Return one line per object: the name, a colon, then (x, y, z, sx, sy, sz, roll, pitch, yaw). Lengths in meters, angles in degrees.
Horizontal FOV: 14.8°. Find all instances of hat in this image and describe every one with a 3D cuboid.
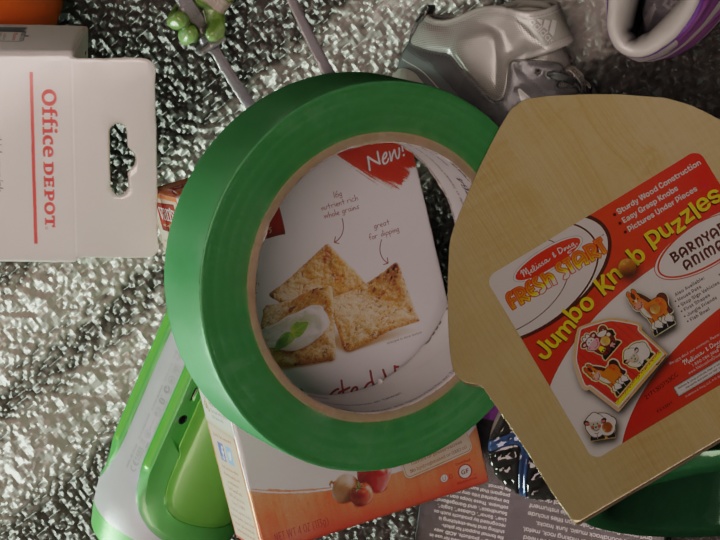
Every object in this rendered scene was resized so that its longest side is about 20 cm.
hat: (0.203, 0.036, 1.466, 0.200, 0.166, 0.176, -8, 71, 13)

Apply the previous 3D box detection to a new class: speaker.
speaker: (-0.082, 0.070, 1.561, 0.088, 0.088, 0.200, 27, 106, 8)

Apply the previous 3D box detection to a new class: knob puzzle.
knob puzzle: (0.133, 0.000, 1.391, 0.220, 0.030, 0.220, -2, 79, 13)

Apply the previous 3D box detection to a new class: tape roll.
tape roll: (0.000, 0.000, 1.416, 0.200, 0.048, 0.200, -5, 101, -27)

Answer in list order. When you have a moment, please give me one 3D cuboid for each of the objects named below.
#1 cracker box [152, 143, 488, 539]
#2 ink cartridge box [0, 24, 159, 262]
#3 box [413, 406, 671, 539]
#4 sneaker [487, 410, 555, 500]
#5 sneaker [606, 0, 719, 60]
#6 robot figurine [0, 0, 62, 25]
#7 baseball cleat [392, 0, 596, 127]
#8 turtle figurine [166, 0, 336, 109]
cracker box: (-0.021, 0.035, 1.480, 0.134, 0.058, 0.200, -17, 101, -17)
ink cartridge box: (-0.204, -0.068, 1.469, 0.200, 0.067, 0.117, 1, 108, 1)
box: (0.101, 0.151, 1.556, 0.143, 0.036, 0.200, 11, 102, 13)
sneaker: (0.135, 0.027, 1.461, 0.076, 0.077, 0.200, 37, 110, -4)
sneaker: (0.190, -0.193, 1.416, 0.073, 0.114, 0.200, 29, 105, 10)
robot figurine: (-0.237, -0.116, 1.549, 0.144, 0.117, 0.200, 20, 106, -10)
baseball cleat: (0.112, -0.082, 1.487, 0.200, 0.070, 0.106, 23, 109, 9)
turtle figurine: (-0.085, -0.162, 1.472, 0.194, 0.144, 0.200, 15, 100, -8)
